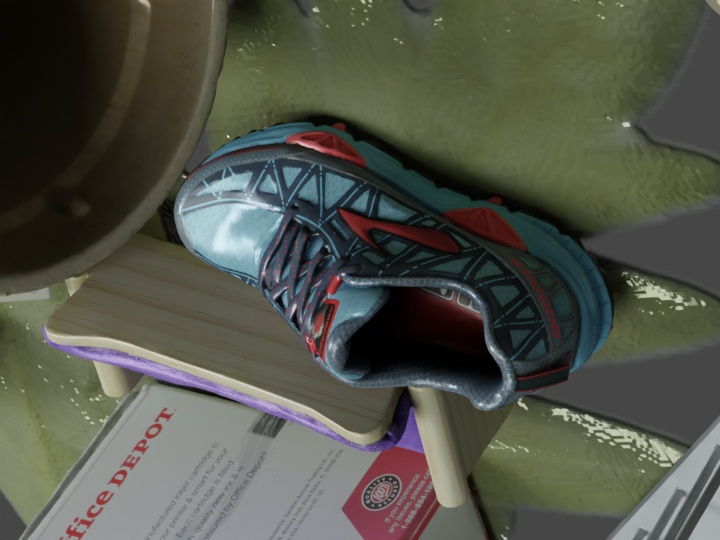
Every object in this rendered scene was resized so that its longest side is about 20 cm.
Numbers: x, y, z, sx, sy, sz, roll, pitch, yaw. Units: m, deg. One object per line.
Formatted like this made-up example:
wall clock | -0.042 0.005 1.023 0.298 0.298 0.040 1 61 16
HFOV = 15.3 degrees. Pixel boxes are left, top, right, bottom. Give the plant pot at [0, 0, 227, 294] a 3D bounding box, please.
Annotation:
plant pot | -0.188 -0.107 1.080 0.183 0.200 0.201 17 144 45

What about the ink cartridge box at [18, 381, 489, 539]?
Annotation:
ink cartridge box | -0.057 0.147 1.311 0.199 0.146 0.085 13 142 33

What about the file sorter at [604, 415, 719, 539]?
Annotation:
file sorter | 0.166 0.164 1.142 0.138 0.125 0.200 34 147 2

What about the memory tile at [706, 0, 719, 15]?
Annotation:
memory tile | 0.137 -0.151 0.870 0.153 0.017 0.200 23 145 20

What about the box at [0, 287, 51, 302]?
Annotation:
box | -0.242 -0.037 1.211 0.199 0.095 0.078 -5 143 -6

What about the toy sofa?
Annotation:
toy sofa | -0.040 0.044 1.210 0.199 0.098 0.083 16 142 28

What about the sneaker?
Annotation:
sneaker | 0.000 0.000 1.108 0.199 0.096 0.080 17 124 24
